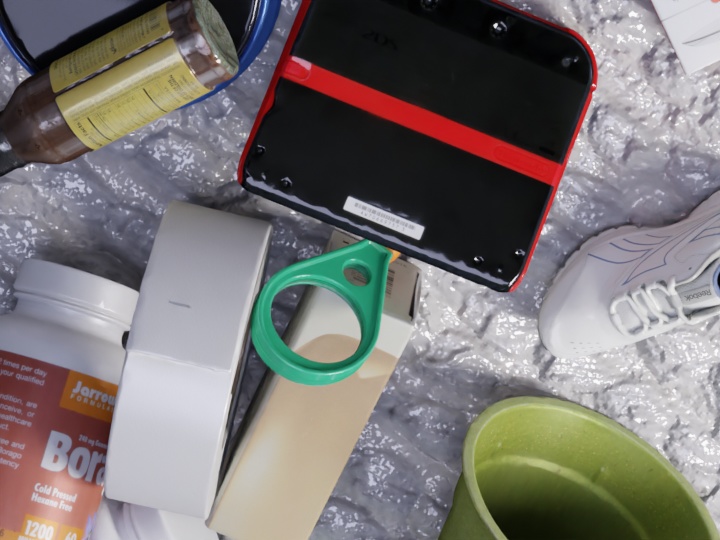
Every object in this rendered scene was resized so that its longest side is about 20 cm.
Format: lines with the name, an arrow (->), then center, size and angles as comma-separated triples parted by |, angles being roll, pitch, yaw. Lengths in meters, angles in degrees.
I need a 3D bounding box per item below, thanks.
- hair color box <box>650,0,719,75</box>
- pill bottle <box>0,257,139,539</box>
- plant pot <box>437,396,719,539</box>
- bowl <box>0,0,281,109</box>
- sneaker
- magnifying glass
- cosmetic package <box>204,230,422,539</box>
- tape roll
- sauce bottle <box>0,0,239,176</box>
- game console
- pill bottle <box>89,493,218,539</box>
hair color box -> 0.209, -0.237, 1.403 | 0.111, 0.064, 0.200 | -24, 107, 12
pill bottle -> -0.216, 0.099, 1.517 | 0.112, 0.112, 0.201 | 16, 83, -2
plant pot -> 0.116, 0.222, 1.549 | 0.200, 0.200, 0.190 | 27, 125, -7
bowl -> -0.149, -0.194, 1.463 | 0.200, 0.039, 0.201 | 2, 112, 4
sneaker -> 0.204, 0.005, 1.489 | 0.200, 0.087, 0.075 | -29, 109, 17
magnifying glass -> 0.000, 0.000, 1.454 | 0.080, 0.200, 0.022 | 37, 143, 5
cosmetic package -> -0.031, 0.086, 1.534 | 0.071, 0.105, 0.200 | 24, 114, -5
tape roll -> -0.112, 0.058, 1.475 | 0.071, 0.203, 0.203 | 13, 113, 0
sauce bottle -> -0.176, -0.110, 1.444 | 0.199, 0.065, 0.065 | -24, 108, 15
game console -> 0.041, -0.101, 1.457 | 0.199, 0.031, 0.177 | 22, 90, -4
pill bottle -> -0.201, 0.226, 1.601 | 0.200, 0.109, 0.109 | -31, 107, 16
